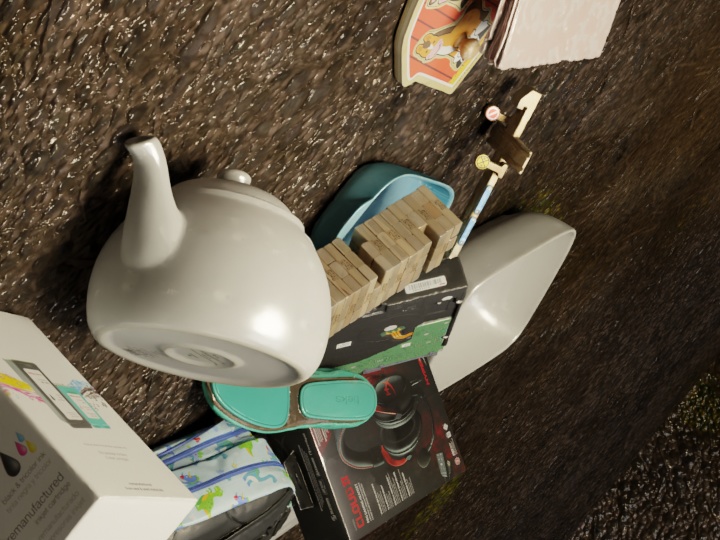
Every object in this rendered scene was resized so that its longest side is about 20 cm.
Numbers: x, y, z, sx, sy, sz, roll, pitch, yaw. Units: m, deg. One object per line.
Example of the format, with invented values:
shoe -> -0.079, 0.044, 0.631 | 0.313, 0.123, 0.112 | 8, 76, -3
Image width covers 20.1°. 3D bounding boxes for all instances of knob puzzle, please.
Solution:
knob puzzle -> 0.099, -0.228, 1.684 | 0.219, 0.030, 0.220 | -40, 159, -19

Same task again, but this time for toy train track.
toy train track -> 0.108, -0.085, 1.905 | 0.201, 0.032, 0.115 | -63, -161, 12

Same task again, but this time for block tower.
block tower -> 0.000, 0.000, 1.761 | 0.199, 0.058, 0.054 | -31, 155, -35

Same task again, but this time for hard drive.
hard drive -> 0.021, 0.049, 1.918 | 0.138, 0.038, 0.200 | -13, 161, -9

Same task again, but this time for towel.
towel -> 0.178, -0.267, 1.707 | 0.199, 0.032, 0.193 | -14, 125, -57

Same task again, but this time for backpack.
backpack -> -0.155, 0.224, 1.877 | 0.198, 0.154, 0.164 | -12, 143, -23

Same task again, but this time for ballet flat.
ballet flat -> -0.078, 0.121, 1.900 | 0.199, 0.068, 0.070 | 8, 169, -38

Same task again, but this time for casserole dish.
casserole dish -> 0.016, -0.046, 1.845 | 0.121, 0.039, 0.200 | -52, 161, 12

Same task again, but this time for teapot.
teapot -> -0.104, -0.003, 1.516 | 0.200, 0.195, 0.148 | 139, -37, -69

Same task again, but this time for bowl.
bowl -> 0.120, 0.026, 2.145 | 0.199, 0.075, 0.201 | -30, 154, -43

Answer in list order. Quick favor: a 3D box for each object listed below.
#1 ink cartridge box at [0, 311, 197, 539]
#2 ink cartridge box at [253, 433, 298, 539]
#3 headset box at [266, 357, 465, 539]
ink cartridge box -> -0.250, 0.143, 1.406 | 0.147, 0.200, 0.146 | -50, 159, 9
ink cartridge box -> -0.127, 0.243, 2.083 | 0.199, 0.045, 0.177 | -32, 154, -36
headset box -> -0.003, 0.177, 2.040 | 0.199, 0.150, 0.075 | -26, -170, -41
